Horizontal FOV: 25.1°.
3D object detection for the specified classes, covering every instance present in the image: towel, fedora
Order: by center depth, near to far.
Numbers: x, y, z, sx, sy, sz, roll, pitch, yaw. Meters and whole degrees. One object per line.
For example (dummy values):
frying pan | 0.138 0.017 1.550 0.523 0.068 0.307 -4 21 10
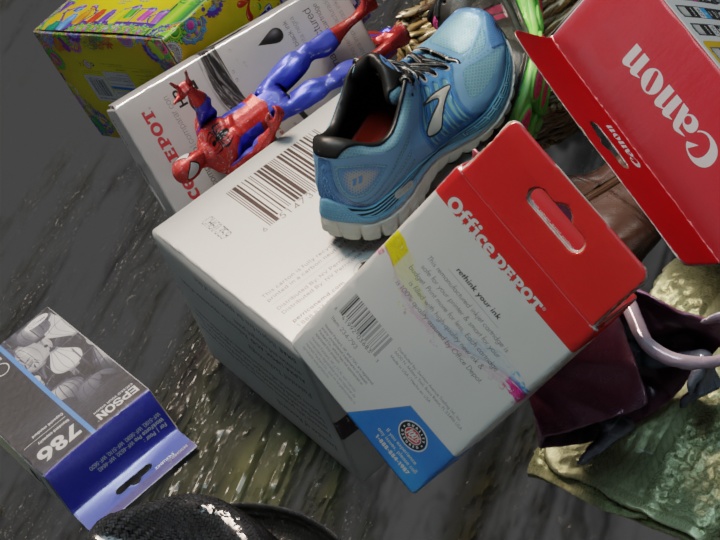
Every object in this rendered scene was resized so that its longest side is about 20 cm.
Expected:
fedora | -0.104 0.193 0.985 0.200 0.092 0.201 -14 41 12
towel | 0.209 0.076 1.002 0.148 0.037 0.200 18 56 38

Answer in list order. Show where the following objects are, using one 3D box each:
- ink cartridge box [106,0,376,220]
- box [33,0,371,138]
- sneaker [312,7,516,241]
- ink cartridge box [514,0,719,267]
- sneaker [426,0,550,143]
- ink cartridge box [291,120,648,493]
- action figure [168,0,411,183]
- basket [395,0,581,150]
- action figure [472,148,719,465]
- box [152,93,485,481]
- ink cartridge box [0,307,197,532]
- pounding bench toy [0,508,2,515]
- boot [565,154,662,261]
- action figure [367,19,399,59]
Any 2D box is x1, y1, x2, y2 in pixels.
ink cartridge box | -0.075 -0.113 1.252 0.200 0.145 0.084 -32 10 -7
box | -0.137 -0.215 1.402 0.200 0.122 0.193 12 52 48
sneaker | 0.036 -0.111 1.048 0.078 0.090 0.200 11 50 33
ink cartridge box | 0.219 -0.102 1.027 0.084 0.175 0.200 -49 62 31
sneaker | 0.092 -0.170 1.173 0.083 0.077 0.201 -8 64 9
ink cartridge box | 0.068 0.016 0.904 0.200 0.116 0.067 -45 -10 31
action figure | -0.059 -0.135 1.161 0.200 0.099 0.065 -40 77 -4
basket | 0.140 -0.163 1.278 0.200 0.149 0.143 -32 74 -9
action figure | 0.117 0.007 0.962 0.134 0.149 0.201 -20 73 -28
box | 0.000 0.000 1.115 0.199 0.131 0.200 -38 43 -17
ink cartridge box | -0.213 0.104 1.181 0.099 0.039 0.200 -40 43 -19
pounding bench toy | -0.374 0.143 1.092 0.124 0.200 0.156 15 53 37
boot | 0.182 -0.080 1.164 0.200 0.064 0.186 -38 52 -13
action figure | 0.051 -0.209 1.373 0.199 0.052 0.065 -29 12 10
